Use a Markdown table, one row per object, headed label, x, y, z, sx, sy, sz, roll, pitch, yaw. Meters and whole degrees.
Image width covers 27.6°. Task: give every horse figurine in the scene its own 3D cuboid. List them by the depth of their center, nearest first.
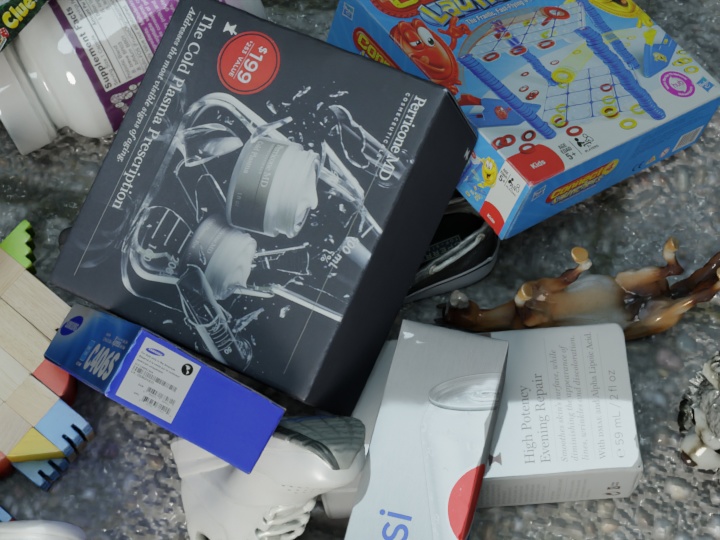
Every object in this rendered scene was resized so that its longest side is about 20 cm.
| label | x | y | z | sx | sy | sz | roll | pitch | yaw |
| --- | --- | --- | --- | --- | --- | --- | --- | --- | --- |
| horse figurine | 0.158 | 0.015 | 0.953 | 0.200 | 0.133 | 0.050 | -7 | 72 | -11 |

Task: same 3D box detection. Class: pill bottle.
| label | x | y | z | sx | sy | sz | roll | pitch | yaw |
| --- | --- | --- | --- | --- | --- | --- | --- | --- | --- |
| pill bottle | -0.174 | -0.164 | 1.056 | 0.200 | 0.112 | 0.112 | -29 | 67 | -8 |

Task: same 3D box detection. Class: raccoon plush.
| label | x | y | z | sx | sy | sz | roll | pitch | yaw |
| --- | --- | --- | --- | --- | --- | --- | --- | --- | --- |
| raccoon plush | 0.266 | 0.053 | 0.907 | 0.097 | 0.134 | 0.200 | 31 | 72 | 18 |

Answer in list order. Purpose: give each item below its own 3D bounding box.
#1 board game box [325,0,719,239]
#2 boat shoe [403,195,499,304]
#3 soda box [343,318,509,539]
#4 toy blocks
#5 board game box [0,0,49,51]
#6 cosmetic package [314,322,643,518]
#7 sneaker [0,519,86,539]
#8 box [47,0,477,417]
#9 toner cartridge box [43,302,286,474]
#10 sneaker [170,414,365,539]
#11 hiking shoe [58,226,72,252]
| label | x | y | z | sx | sy | sz | roll | pitch | yaw |
| --- | --- | --- | --- | --- | --- | --- | --- | --- | --- |
| board game box | 0.114 | -0.139 | 1.010 | 0.200 | 0.056 | 0.196 | -26 | 65 | -33 |
| boat shoe | 0.001 | 0.002 | 0.989 | 0.199 | 0.068 | 0.074 | -17 | 65 | -3 |
| soda box | 0.033 | 0.134 | 0.853 | 0.068 | 0.063 | 0.200 | 13 | 68 | 9 |
| toy blocks | -0.237 | 0.087 | 0.969 | 0.137 | 0.100 | 0.200 | 39 | 75 | 7 |
| board game box | -0.285 | -0.164 | 1.034 | 0.200 | 0.023 | 0.105 | -12 | 40 | 45 |
| cosmetic package | 0.072 | 0.097 | 0.939 | 0.200 | 0.074 | 0.102 | -5 | 66 | 1 |
| sneaker | -0.264 | 0.206 | 0.902 | 0.200 | 0.075 | 0.089 | -9 | 68 | 20 |
| box | -0.056 | -0.040 | 0.896 | 0.182 | 0.104 | 0.200 | 23 | 86 | 17 |
| toner cartridge box | -0.122 | 0.065 | 0.865 | 0.095 | 0.200 | 0.043 | 33 | 81 | -20 |
| sneaker | -0.052 | 0.133 | 0.888 | 0.074 | 0.200 | 0.087 | 1 | 78 | -27 |
| hiking shoe | -0.133 | -0.076 | 1.020 | 0.200 | 0.076 | 0.101 | -32 | 90 | -19 |
